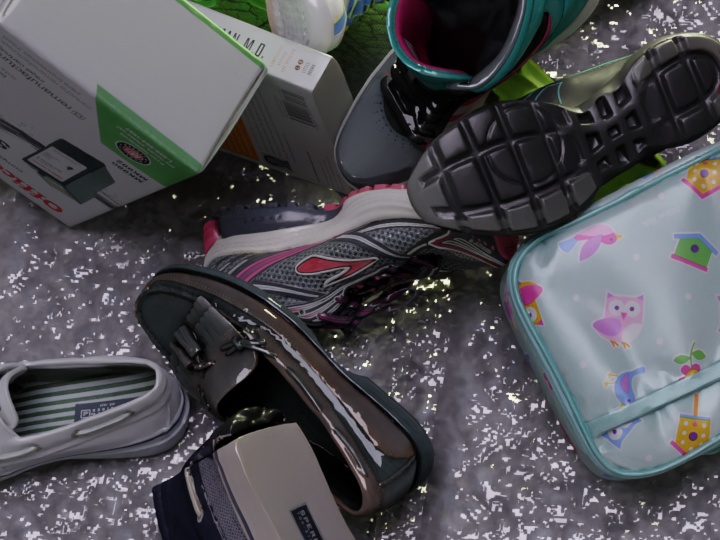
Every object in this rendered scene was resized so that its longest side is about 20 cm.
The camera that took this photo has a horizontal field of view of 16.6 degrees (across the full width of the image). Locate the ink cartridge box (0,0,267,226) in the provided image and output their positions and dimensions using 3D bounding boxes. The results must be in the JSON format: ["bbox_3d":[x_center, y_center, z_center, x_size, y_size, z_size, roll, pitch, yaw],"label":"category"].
[{"bbox_3d":[-0.168,-0.110,1.432,0.146,0.200,0.084,37,67,-18],"label":"ink cartridge box"}]

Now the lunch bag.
[{"bbox_3d":[0.191,0.023,1.371,0.200,0.077,0.161,-25,81,-3],"label":"lunch bag"}]

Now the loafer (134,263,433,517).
[{"bbox_3d":[-0.052,0.066,1.391,0.200,0.072,0.063,33,38,16],"label":"loafer"}]

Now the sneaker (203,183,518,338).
[{"bbox_3d":[0.000,0.000,1.429,0.200,0.081,0.075,-9,68,30],"label":"sneaker"}]

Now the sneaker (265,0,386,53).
[{"bbox_3d":[-0.011,-0.187,1.503,0.105,0.076,0.200,-8,28,-9],"label":"sneaker"}]

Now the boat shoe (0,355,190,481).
[{"bbox_3d":[-0.201,0.079,1.428,0.200,0.067,0.074,-12,59,2],"label":"boat shoe"}]

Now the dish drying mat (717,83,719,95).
[{"bbox_3d":[0.251,-0.081,1.378,0.077,0.200,0.018,30,98,16],"label":"dish drying mat"}]

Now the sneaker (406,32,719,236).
[{"bbox_3d":[0.115,-0.070,1.376,0.200,0.079,0.076,-22,93,-14],"label":"sneaker"}]

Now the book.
[{"bbox_3d":[-0.096,-0.119,1.484,0.200,0.134,0.048,23,73,20],"label":"book"}]

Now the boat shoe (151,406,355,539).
[{"bbox_3d":[-0.044,0.180,1.353,0.075,0.093,0.200,-11,75,-45],"label":"boat shoe"}]

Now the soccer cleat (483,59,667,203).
[{"bbox_3d":[0.120,-0.070,1.464,0.200,0.081,0.068,43,84,5],"label":"soccer cleat"}]

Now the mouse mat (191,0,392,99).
[{"bbox_3d":[-0.047,-0.195,1.595,0.200,0.008,0.161,20,66,20],"label":"mouse mat"}]

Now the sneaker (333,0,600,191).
[{"bbox_3d":[0.039,-0.112,1.365,0.200,0.121,0.084,-45,74,24],"label":"sneaker"}]
